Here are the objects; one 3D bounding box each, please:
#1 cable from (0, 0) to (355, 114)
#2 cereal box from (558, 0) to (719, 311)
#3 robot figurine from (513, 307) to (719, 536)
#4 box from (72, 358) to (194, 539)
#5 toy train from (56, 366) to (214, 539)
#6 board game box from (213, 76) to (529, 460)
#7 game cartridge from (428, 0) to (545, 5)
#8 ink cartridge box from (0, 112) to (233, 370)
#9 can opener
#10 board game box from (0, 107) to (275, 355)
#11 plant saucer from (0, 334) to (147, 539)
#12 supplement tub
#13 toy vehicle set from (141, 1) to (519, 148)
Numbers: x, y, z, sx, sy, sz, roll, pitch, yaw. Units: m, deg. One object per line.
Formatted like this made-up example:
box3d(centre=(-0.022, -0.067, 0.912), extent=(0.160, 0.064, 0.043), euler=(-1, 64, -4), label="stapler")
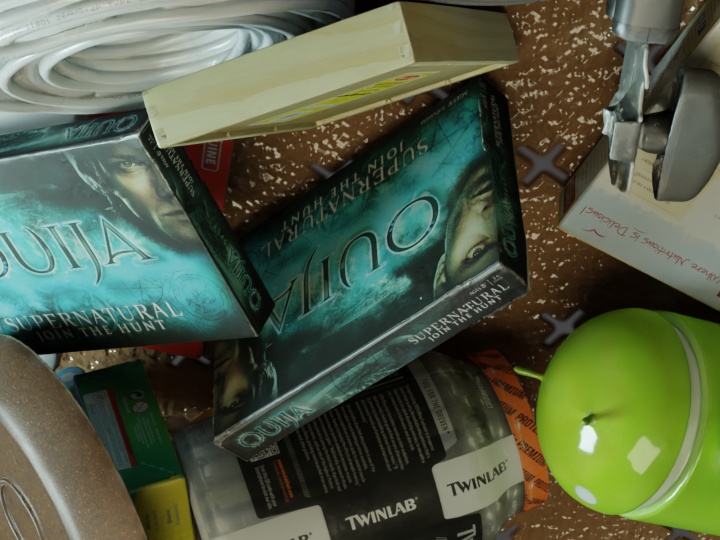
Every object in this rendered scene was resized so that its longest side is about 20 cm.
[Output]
box3d(centre=(-0.102, -0.127, 0.800), extent=(0.199, 0.200, 0.070), euler=(-13, 82, 25), label="cable")
box3d(centre=(0.214, -0.068, 0.880), extent=(0.143, 0.040, 0.200), euler=(27, 127, -13), label="cereal box")
box3d(centre=(0.185, 0.086, 0.939), extent=(0.199, 0.175, 0.116), euler=(13, 100, -26), label="robot figurine")
box3d(centre=(-0.126, 0.167, 0.999), extent=(0.048, 0.117, 0.201), euler=(-15, 126, -12), label="box")
box3d(centre=(-0.119, 0.132, 1.082), extent=(0.149, 0.056, 0.201), euler=(-7, 124, 15), label="toy train")
box3d(centre=(0.000, 0.000, 0.896), extent=(0.200, 0.136, 0.028), euler=(-33, 130, 29), label="board game box")
box3d(centre=(0.039, -0.185, 0.733), extent=(0.199, 0.041, 0.134), euler=(1, 113, -35), label="game cartridge")
box3d(centre=(-0.169, -0.025, 0.970), extent=(0.173, 0.044, 0.201), euler=(13, 129, 0), label="ink cartridge box")
box3d(centre=(0.154, -0.129, 0.813), extent=(0.066, 0.053, 0.201), euler=(6, 116, -3), label="can opener")
box3d(centre=(-0.159, -0.014, 0.904), extent=(0.199, 0.028, 0.136), euler=(-7, 128, 32), label="board game box")
box3d(centre=(-0.176, 0.134, 0.941), extent=(0.034, 0.200, 0.201), euler=(-26, 134, -27), label="plant saucer")
box3d(centre=(0.000, 0.120, 0.978), extent=(0.199, 0.123, 0.123), euler=(-18, 127, -9), label="supplement tub")
box3d(centre=(-0.006, -0.093, 0.802), extent=(0.124, 0.200, 0.027), euler=(-16, 92, 19), label="toy vehicle set")
